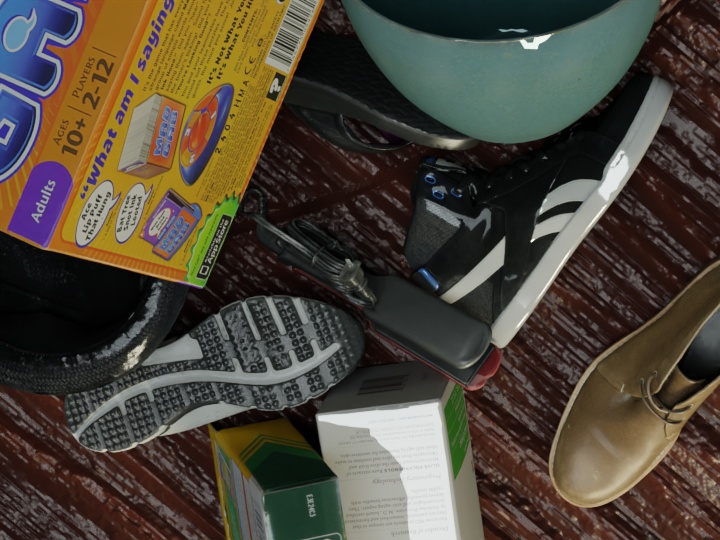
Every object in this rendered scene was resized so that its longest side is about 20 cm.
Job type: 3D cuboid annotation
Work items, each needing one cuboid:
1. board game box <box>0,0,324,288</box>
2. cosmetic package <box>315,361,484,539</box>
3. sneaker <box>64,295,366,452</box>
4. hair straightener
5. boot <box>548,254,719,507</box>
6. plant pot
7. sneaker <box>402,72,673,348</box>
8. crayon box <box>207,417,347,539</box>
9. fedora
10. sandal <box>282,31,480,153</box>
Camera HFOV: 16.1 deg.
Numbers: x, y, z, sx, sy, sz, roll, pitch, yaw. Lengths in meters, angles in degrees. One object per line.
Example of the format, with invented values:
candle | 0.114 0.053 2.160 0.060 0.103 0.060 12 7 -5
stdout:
board game box | -0.174 -0.127 1.460 0.200 0.200 0.200 24 92 22
cosmetic package | 0.031 0.168 1.619 0.085 0.108 0.200 -8 103 10
sneaker | -0.089 0.061 1.632 0.200 0.080 0.074 -15 89 15
hair straightener | 0.000 0.000 1.590 0.200 0.077 0.041 36 77 23
boot | 0.184 0.073 1.588 0.074 0.075 0.200 38 107 -2
plant pot | 0.086 -0.154 1.510 0.200 0.200 0.135 2 138 10
sneaker | 0.097 -0.058 1.573 0.112 0.073 0.200 34 107 0
crayon box | -0.048 0.170 1.601 0.052 0.200 0.126 -11 102 -11
fedora | -0.188 -0.012 1.614 0.200 0.092 0.201 -2 81 16
sandal | -0.016 -0.111 1.592 0.200 0.075 0.048 18 130 13
